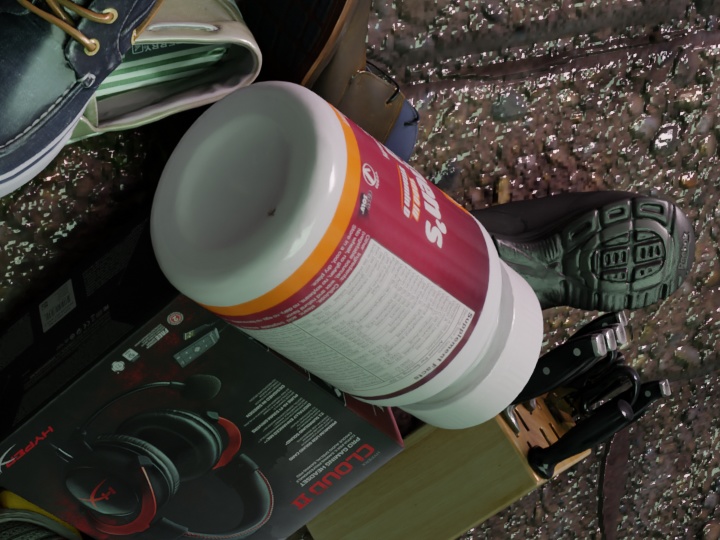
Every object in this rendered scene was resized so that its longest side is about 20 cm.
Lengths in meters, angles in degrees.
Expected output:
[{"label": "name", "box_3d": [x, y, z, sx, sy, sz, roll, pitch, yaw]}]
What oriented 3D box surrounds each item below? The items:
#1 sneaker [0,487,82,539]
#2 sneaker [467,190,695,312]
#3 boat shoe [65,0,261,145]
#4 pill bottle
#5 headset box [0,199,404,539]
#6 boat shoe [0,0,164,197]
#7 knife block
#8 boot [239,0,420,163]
[{"label": "sneaker", "box_3d": [-0.139, 0.190, 1.084, 0.199, 0.082, 0.078, 27, 101, -40]}, {"label": "sneaker", "box_3d": [0.081, -0.004, 1.107, 0.198, 0.091, 0.077, -5, 103, -3]}, {"label": "boat shoe", "box_3d": [-0.141, -0.092, 0.928, 0.199, 0.062, 0.072, -21, 126, -20]}, {"label": "pill bottle", "box_3d": [0.000, 0.000, 0.964, 0.110, 0.110, 0.200, -51, 136, 5]}, {"label": "headset box", "box_3d": [-0.085, 0.076, 1.031, 0.148, 0.075, 0.200, -38, 132, 15]}, {"label": "boat shoe", "box_3d": [-0.124, -0.123, 0.862, 0.071, 0.091, 0.201, 35, 69, -7]}, {"label": "knife block", "box_3d": [0.070, 0.100, 1.106, 0.199, 0.064, 0.176, -30, 171, -12]}, {"label": "boot", "box_3d": [-0.011, -0.104, 1.003, 0.096, 0.075, 0.201, -1, 128, -41]}]
